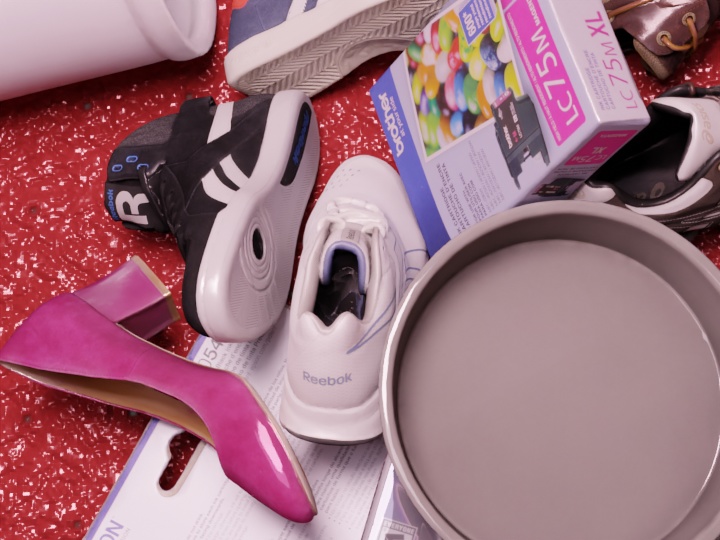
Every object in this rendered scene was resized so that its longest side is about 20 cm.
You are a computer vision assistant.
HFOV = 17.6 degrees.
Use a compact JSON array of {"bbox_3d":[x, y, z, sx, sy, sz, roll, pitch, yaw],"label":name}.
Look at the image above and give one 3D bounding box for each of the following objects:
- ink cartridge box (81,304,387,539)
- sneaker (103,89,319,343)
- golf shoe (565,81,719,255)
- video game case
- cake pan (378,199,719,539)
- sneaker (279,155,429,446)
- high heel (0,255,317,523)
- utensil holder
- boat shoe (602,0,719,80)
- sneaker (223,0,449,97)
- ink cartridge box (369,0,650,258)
[{"bbox_3d":[-0.028,0.131,1.251,0.200,0.041,0.200,26,78,19],"label":"ink cartridge box"},{"bbox_3d":[-0.094,-0.024,1.267,0.112,0.073,0.200,-5,33,17],"label":"sneaker"},{"bbox_3d":[0.198,-0.065,1.229,0.200,0.095,0.078,-29,68,-7],"label":"golf shoe"},{"bbox_3d":[0.112,0.111,1.204,0.200,0.023,0.182,18,77,-2],"label":"video game case"},{"bbox_3d":[0.106,0.065,1.182,0.200,0.037,0.200,1,79,-6],"label":"cake pan"},{"bbox_3d":[0.000,0.000,1.234,0.074,0.087,0.200,3,41,3],"label":"sneaker"},{"bbox_3d":[-0.107,0.079,1.222,0.096,0.067,0.200,-35,62,-12],"label":"high heel"},{"bbox_3d":[-0.202,-0.178,1.320,0.200,0.170,0.170,-14,71,11],"label":"utensil holder"},{"bbox_3d":[0.163,-0.139,1.281,0.200,0.072,0.072,-12,79,13],"label":"boat shoe"},{"bbox_3d":[0.005,-0.164,1.294,0.200,0.075,0.085,-17,64,29],"label":"sneaker"},{"bbox_3d":[0.066,-0.080,1.225,0.042,0.200,0.119,-7,67,-31],"label":"ink cartridge box"}]
